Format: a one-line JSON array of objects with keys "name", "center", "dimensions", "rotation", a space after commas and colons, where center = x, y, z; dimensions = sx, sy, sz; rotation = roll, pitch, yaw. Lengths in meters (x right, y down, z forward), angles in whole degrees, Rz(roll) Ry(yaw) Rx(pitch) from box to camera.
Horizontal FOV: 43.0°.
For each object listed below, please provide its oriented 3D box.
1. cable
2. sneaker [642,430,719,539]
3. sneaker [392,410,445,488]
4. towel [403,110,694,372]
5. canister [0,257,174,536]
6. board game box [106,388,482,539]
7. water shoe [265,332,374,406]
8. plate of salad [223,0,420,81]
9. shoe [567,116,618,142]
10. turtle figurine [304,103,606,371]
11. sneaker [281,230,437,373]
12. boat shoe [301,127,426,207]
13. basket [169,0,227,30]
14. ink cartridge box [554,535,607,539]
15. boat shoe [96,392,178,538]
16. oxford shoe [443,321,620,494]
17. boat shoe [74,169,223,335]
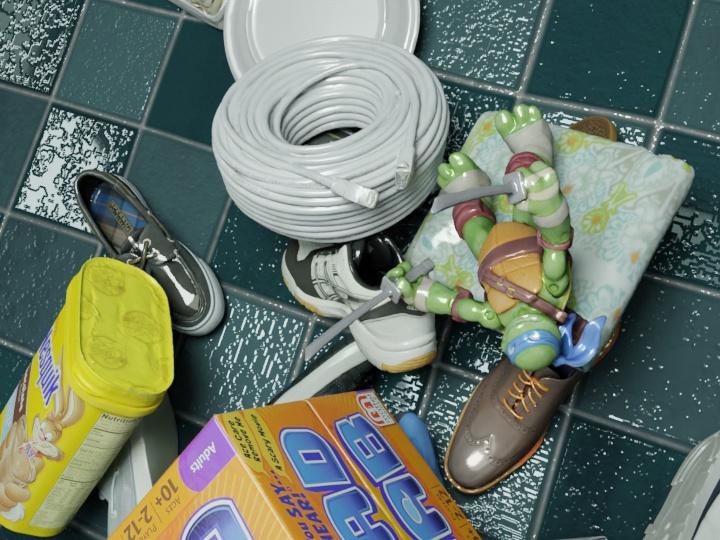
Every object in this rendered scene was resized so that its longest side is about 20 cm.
[{"name": "cable", "center": [-0.023, -0.114, 0.755], "dimensions": [0.196, 0.070, 0.202], "rotation": [12, 51, 22]}, {"name": "sneaker", "center": [0.248, 0.208, 0.656], "dimensions": [0.080, 0.077, 0.201], "rotation": [39, 70, 4]}, {"name": "sneaker", "center": [0.060, 0.212, 0.713], "dimensions": [0.077, 0.065, 0.205], "rotation": [-11, 79, 38]}, {"name": "towel", "center": [0.137, -0.033, 0.722], "dimensions": [0.198, 0.048, 0.174], "rotation": [25, 84, 42]}, {"name": "canister", "center": [-0.246, 0.113, 0.791], "dimensions": [0.201, 0.085, 0.150], "rotation": [-52, 35, 27]}, {"name": "board game box", "center": [-0.043, 0.230, 0.619], "dimensions": [0.200, 0.199, 0.201], "rotation": [-47, 67, 20]}, {"name": "water shoe", "center": [-0.036, 0.130, 0.796], "dimensions": [0.199, 0.072, 0.079], "rotation": [-41, 92, 9]}, {"name": "plate of salad", "center": [-0.037, -0.234, 0.869], "dimensions": [0.195, 0.048, 0.206], "rotation": [-1, 88, 16]}, {"name": "shoe", "center": [0.163, -0.036, 0.773], "dimensions": [0.069, 0.053, 0.203], "rotation": [23, 81, 43]}, {"name": "turtle figurine", "center": [0.076, -0.036, 0.625], "dimensions": [0.195, 0.146, 0.196], "rotation": [10, 42, -3]}, {"name": "sneaker", "center": [0.000, 0.000, 0.760], "dimensions": [0.199, 0.074, 0.090], "rotation": [33, 132, 47]}, {"name": "boat shoe", "center": [-0.032, -0.101, 0.828], "dimensions": [0.196, 0.056, 0.070], "rotation": [18, 112, 18]}, {"name": "basket", "center": [-0.150, -0.370, 0.897], "dimensions": [0.134, 0.123, 0.202], "rotation": [33, 90, 21]}, {"name": "ink cartridge box", "center": [0.123, 0.319, 0.711], "dimensions": [0.171, 0.043, 0.205], "rotation": [-18, 72, 39]}, {"name": "boat shoe", "center": [-0.206, 0.195, 0.822], "dimensions": [0.070, 0.070, 0.206], "rotation": [-9, 77, 13]}, {"name": "oxford shoe", "center": [0.132, 0.094, 0.738], "dimensions": [0.071, 0.073, 0.201], "rotation": [37, 91, 20]}, {"name": "boat shoe", "center": [-0.207, -0.018, 0.866], "dimensions": [0.069, 0.057, 0.200], "rotation": [-45, 70, 3]}]
